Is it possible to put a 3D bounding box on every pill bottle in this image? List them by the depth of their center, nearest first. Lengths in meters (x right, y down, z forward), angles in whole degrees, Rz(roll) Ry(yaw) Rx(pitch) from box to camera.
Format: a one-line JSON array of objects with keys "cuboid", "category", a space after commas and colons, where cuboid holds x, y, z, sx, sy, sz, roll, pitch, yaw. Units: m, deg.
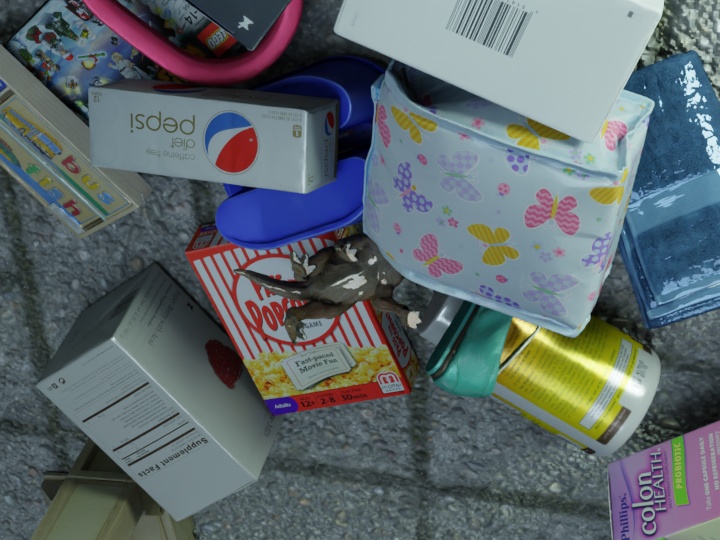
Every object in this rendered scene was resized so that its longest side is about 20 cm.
[{"cuboid": [0.155, 0.072, 1.400, 0.199, 0.109, 0.109, 30, 129, -6], "category": "pill bottle"}]

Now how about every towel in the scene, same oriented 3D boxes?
[{"cuboid": [0.244, -0.064, 1.243, 0.111, 0.049, 0.201, -20, 84, 20], "category": "towel"}]

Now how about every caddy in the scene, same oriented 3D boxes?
[{"cuboid": [-0.044, -0.099, 1.342, 0.199, 0.105, 0.142, -16, 96, 27], "category": "caddy"}]

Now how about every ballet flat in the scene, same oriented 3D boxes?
[{"cuboid": [0.124, 0.016, 1.321, 0.070, 0.201, 0.067, 28, 171, -11], "category": "ballet flat"}]

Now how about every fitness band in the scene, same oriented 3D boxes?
[{"cuboid": [-0.140, -0.237, 1.268, 0.200, 0.037, 0.144, 36, 102, -15], "category": "fitness band"}]

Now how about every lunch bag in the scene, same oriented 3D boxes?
[{"cuboid": [0.102, -0.071, 1.197, 0.199, 0.127, 0.170, 17, 133, 12], "category": "lunch bag"}]

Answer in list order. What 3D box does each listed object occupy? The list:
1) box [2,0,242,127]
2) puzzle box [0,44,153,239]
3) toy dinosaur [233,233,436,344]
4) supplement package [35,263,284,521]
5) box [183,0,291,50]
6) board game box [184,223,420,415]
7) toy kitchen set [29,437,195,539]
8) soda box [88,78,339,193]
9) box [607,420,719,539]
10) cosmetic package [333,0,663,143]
[{"cuboid": [-0.201, -0.197, 1.356, 0.137, 0.040, 0.200, 43, 126, -17], "category": "box"}, {"cuboid": [-0.289, -0.116, 1.423, 0.200, 0.025, 0.133, 44, 148, -17], "category": "puzzle box"}, {"cuboid": [0.000, 0.000, 1.367, 0.199, 0.136, 0.086, -12, 103, 19], "category": "toy dinosaur"}, {"cuboid": [-0.186, 0.119, 1.535, 0.120, 0.121, 0.200, -30, 113, 33], "category": "supplement package"}, {"cuboid": [-0.082, -0.278, 1.153, 0.148, 0.200, 0.104, 35, 127, -11], "category": "box"}, {"cuboid": [-0.052, 0.036, 1.478, 0.151, 0.046, 0.201, -12, 121, 25], "category": "board game box"}, {"cuboid": [-0.286, 0.293, 1.662, 0.162, 0.181, 0.201, 1, 127, 18], "category": "toy kitchen set"}, {"cuboid": [-0.118, -0.110, 1.276, 0.199, 0.064, 0.068, 9, 107, 23], "category": "soda box"}, {"cuboid": [0.353, 0.217, 1.423, 0.200, 0.097, 0.176, -28, 132, 32], "category": "box"}, {"cuboid": [0.111, -0.223, 1.133, 0.199, 0.200, 0.123, 24, 132, 0], "category": "cosmetic package"}]
